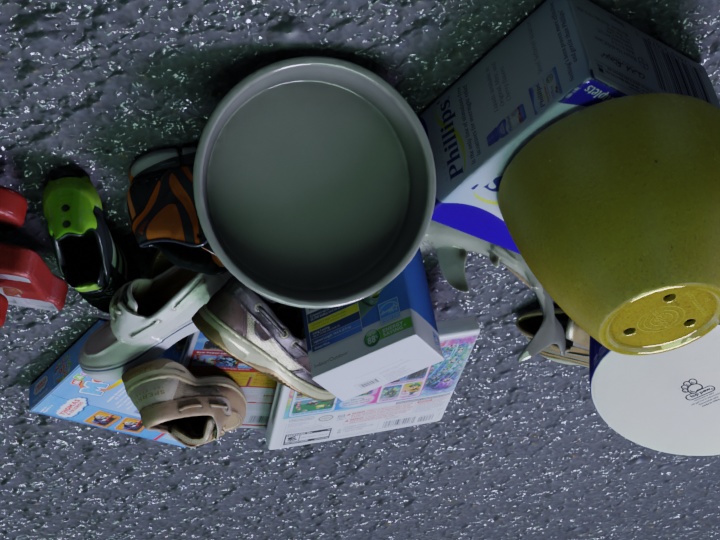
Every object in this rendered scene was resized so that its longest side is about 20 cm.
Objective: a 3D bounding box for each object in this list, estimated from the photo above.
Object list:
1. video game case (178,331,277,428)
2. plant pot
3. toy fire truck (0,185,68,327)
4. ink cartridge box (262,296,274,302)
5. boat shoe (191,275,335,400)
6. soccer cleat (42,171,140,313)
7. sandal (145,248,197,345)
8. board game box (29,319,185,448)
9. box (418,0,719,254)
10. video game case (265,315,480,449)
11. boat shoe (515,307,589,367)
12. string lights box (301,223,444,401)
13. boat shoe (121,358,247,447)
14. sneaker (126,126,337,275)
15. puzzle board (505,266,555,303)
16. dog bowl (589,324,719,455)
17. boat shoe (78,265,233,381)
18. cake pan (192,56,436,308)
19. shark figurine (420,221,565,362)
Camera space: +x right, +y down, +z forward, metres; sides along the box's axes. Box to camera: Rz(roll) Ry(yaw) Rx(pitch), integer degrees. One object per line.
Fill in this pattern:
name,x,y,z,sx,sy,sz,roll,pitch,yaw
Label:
video game case,-0.111,0.099,1.299,0.142,0.018,0.200,5,142,-18
plant pot,0.220,-0.020,1.026,0.198,0.143,0.201,-7,146,-5
toy fire truck,-0.363,-0.004,1.124,0.198,0.113,0.168,7,164,-1
ink cartridge box,-0.037,0.082,1.367,0.198,0.067,0.116,1,144,-14
boat shoe,-0.064,0.061,1.149,0.065,0.073,0.200,-51,145,6
soccer cleat,-0.244,-0.004,1.176,0.067,0.082,0.201,-10,146,1
sandal,-0.164,0.004,1.235,0.080,0.054,0.200,16,143,-15
board game box,-0.234,0.127,1.412,0.199,0.037,0.151,19,136,-37
box,0.174,-0.110,1.104,0.183,0.106,0.200,19,138,-35
video game case,0.009,0.117,1.332,0.198,0.024,0.183,-8,146,-17
boat shoe,0.243,0.068,1.358,0.076,0.072,0.199,27,159,-35
string lights box,0.000,0.000,1.135,0.102,0.201,0.059,-24,145,19
boat shoe,-0.162,0.138,1.241,0.071,0.065,0.200,-25,158,14
sneaker,-0.100,-0.057,1.106,0.198,0.113,0.078,-16,146,10
puzzle board,0.240,0.001,1.291,0.199,0.018,0.151,2,158,37
dog bowl,0.316,0.086,1.230,0.198,0.079,0.201,6,137,6
boat shoe,-0.191,0.035,1.173,0.199,0.071,0.070,-26,133,27
cake pan,-0.038,-0.071,1.057,0.198,0.202,0.037,-1,-179,-13
shark figurine,0.127,-0.017,1.236,0.129,0.214,0.089,-59,169,16
